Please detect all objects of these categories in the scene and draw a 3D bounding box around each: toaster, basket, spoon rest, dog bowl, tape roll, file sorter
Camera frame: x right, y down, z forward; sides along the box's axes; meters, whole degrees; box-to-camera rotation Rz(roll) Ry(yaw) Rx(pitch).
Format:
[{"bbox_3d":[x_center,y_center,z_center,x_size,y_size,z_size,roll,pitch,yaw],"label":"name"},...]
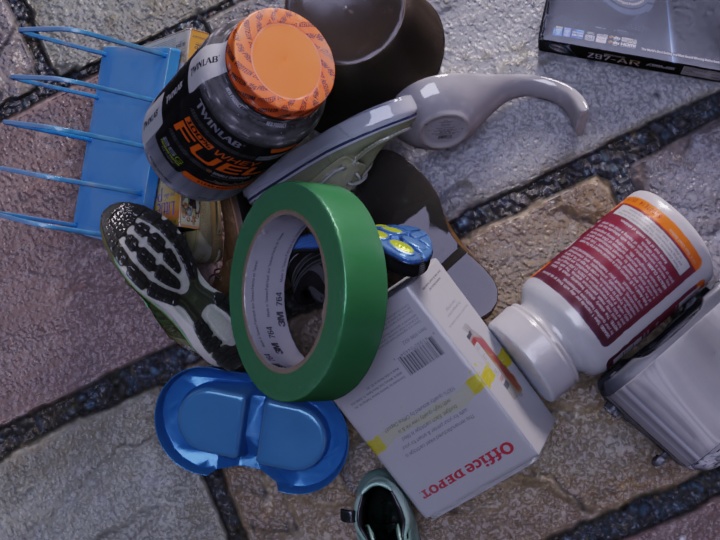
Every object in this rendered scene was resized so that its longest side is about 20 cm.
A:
[{"bbox_3d":[0.334,0.097,1.190,0.200,0.114,0.129,-41,85,-1],"label":"toaster"},{"bbox_3d":[-0.003,-0.227,1.221,0.180,0.200,0.136,-45,80,1],"label":"basket"},{"bbox_3d":[0.126,-0.164,1.263,0.199,0.100,0.061,-3,55,-6],"label":"spoon rest"},{"bbox_3d":[-0.105,0.155,1.258,0.199,0.050,0.112,11,100,9],"label":"dog bowl"},{"bbox_3d":[-0.052,0.019,1.144,0.048,0.200,0.201,2,82,-35],"label":"tape roll"},{"bbox_3d":[-0.282,-0.135,1.246,0.139,0.122,0.201,12,93,50],"label":"file sorter"}]

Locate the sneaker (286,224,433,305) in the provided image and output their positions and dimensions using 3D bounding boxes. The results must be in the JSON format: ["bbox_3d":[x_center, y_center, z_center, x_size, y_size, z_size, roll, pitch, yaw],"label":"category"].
[{"bbox_3d":[-0.001,0.000,1.174,0.199,0.071,0.083,-7,89,51],"label":"sneaker"}]

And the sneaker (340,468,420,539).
[{"bbox_3d":[0.026,0.295,1.203,0.073,0.118,0.201,-12,84,4],"label":"sneaker"}]

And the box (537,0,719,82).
[{"bbox_3d":[0.293,-0.288,1.269,0.199,0.044,0.161,12,86,8],"label":"box"}]

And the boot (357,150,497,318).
[{"bbox_3d":[0.065,-0.030,1.253,0.074,0.075,0.200,-36,80,3],"label":"boot"}]

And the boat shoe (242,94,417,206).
[{"bbox_3d":[-0.024,-0.105,1.224,0.200,0.072,0.062,-27,93,23],"label":"boat shoe"}]

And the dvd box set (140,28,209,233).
[{"bbox_3d":[-0.209,-0.135,1.278,0.146,0.029,0.201,-7,79,48],"label":"dvd box set"}]

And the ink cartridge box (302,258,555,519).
[{"bbox_3d":[0.067,0.114,1.191,0.145,0.083,0.200,-35,94,29],"label":"ink cartridge box"}]

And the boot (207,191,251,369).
[{"bbox_3d":[-0.129,0.005,1.271,0.075,0.074,0.201,-8,95,17],"label":"boot"}]

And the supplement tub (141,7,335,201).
[{"bbox_3d":[-0.110,-0.149,1.128,0.122,0.200,0.123,10,68,-26],"label":"supplement tub"}]

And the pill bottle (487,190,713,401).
[{"bbox_3d":[0.227,0.026,1.195,0.200,0.114,0.114,-39,81,-8],"label":"pill bottle"}]

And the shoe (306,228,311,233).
[{"bbox_3d":[-0.018,-0.029,1.276,0.070,0.053,0.201,-20,83,13],"label":"shoe"}]

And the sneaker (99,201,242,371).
[{"bbox_3d":[-0.195,0.022,1.221,0.200,0.088,0.077,53,52,-18],"label":"sneaker"}]

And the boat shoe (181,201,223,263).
[{"bbox_3d":[-0.170,-0.109,1.304,0.073,0.063,0.202,-12,74,49],"label":"boat shoe"}]
